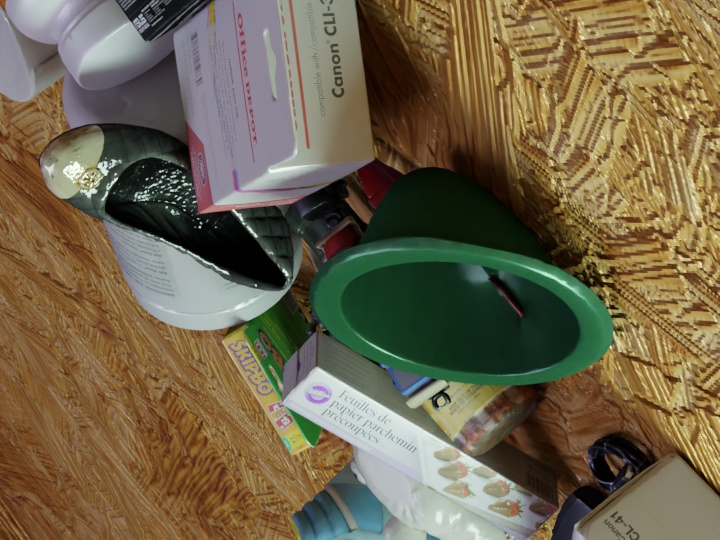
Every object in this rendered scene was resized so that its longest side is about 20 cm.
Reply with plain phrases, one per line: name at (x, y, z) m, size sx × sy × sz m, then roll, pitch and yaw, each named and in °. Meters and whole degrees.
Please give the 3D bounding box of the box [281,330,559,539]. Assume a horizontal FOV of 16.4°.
box at (0.040, 0.108, 1.614) m, size 0.200 × 0.039 × 0.041 m, roll 31°, pitch -150°, yaw -22°

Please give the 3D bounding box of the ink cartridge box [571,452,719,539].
ink cartridge box at (0.197, 0.220, 1.513) m, size 0.148 × 0.086 × 0.200 m, roll 47°, pitch 160°, yaw 20°

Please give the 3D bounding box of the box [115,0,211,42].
box at (-0.114, -0.235, 1.427) m, size 0.164 × 0.086 × 0.200 m, roll 54°, pitch 162°, yaw -5°

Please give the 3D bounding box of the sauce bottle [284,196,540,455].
sauce bottle at (0.030, 0.027, 1.603) m, size 0.200 × 0.066 × 0.066 m, roll 50°, pitch 162°, yaw 15°

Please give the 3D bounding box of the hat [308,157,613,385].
hat at (0.058, -0.046, 1.466) m, size 0.199 × 0.176 × 0.166 m, roll 6°, pitch 151°, yaw 9°

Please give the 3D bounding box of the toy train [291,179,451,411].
toy train at (0.000, 0.000, 1.555) m, size 0.200 × 0.034 × 0.046 m, roll 60°, pitch -161°, yaw 17°

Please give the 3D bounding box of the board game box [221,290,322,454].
board game box at (-0.055, 0.065, 1.791) m, size 0.096 × 0.030 × 0.200 m, roll 59°, pitch -172°, yaw -8°

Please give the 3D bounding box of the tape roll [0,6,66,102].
tape roll at (-0.280, -0.227, 1.880) m, size 0.202 × 0.071 × 0.203 m, roll 46°, pitch 160°, yaw 22°

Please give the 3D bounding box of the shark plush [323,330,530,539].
shark plush at (0.031, 0.129, 1.746) m, size 0.200 × 0.083 × 0.091 m, roll 41°, pitch 124°, yaw 24°

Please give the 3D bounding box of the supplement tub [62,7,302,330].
supplement tub at (-0.116, -0.068, 1.673) m, size 0.132 × 0.132 × 0.200 m, roll 41°, pitch 158°, yaw 32°

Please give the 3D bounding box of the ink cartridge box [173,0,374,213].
ink cartridge box at (-0.047, -0.106, 1.459) m, size 0.200 × 0.067 × 0.117 m, roll 161°, pitch 102°, yaw -70°

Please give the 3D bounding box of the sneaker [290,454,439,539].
sneaker at (0.028, 0.227, 1.869) m, size 0.200 × 0.130 × 0.080 m, roll 40°, pitch 157°, yaw 34°

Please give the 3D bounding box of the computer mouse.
computer mouse at (0.151, 0.155, 1.587) m, size 0.059 × 0.034 × 0.200 m, roll 48°, pitch 161°, yaw 19°

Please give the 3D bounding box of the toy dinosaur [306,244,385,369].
toy dinosaur at (0.004, 0.043, 1.659) m, size 0.200 × 0.088 × 0.047 m, roll 52°, pitch 129°, yaw 3°

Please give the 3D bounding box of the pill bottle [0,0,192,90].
pill bottle at (-0.193, -0.217, 1.579) m, size 0.200 × 0.112 × 0.112 m, roll 56°, pitch 163°, yaw 16°

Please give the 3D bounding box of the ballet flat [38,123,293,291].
ballet flat at (-0.113, -0.041, 1.552) m, size 0.200 × 0.066 × 0.057 m, roll 22°, pitch -154°, yaw -41°
